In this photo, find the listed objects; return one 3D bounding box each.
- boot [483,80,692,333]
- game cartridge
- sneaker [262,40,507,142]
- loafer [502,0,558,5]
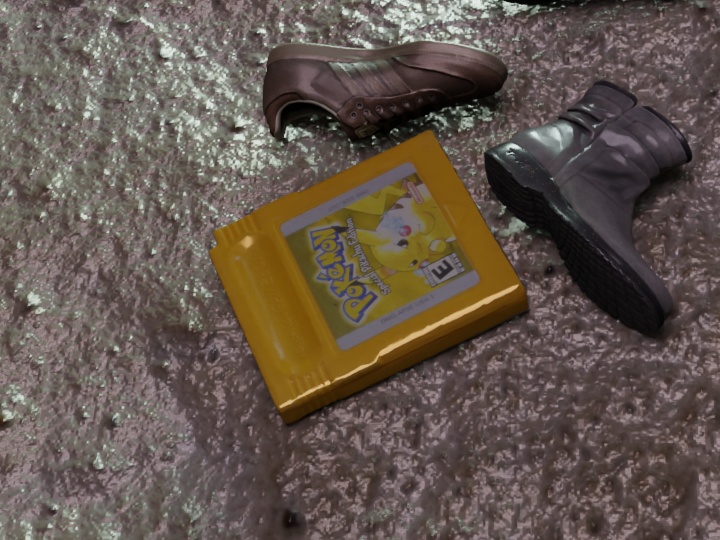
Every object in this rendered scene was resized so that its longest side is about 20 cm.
[{"bbox_3d":[0.194,-0.057,1.177,0.131,0.070,0.200,-31,60,-14],"label":"boot"},{"bbox_3d":[0.000,0.000,1.204,0.199,0.033,0.177,-25,55,-5],"label":"game cartridge"},{"bbox_3d":[0.018,-0.136,1.281,0.198,0.070,0.076,3,76,19],"label":"sneaker"},{"bbox_3d":[0.178,-0.260,1.310,0.199,0.071,0.069,1,57,14],"label":"loafer"}]
